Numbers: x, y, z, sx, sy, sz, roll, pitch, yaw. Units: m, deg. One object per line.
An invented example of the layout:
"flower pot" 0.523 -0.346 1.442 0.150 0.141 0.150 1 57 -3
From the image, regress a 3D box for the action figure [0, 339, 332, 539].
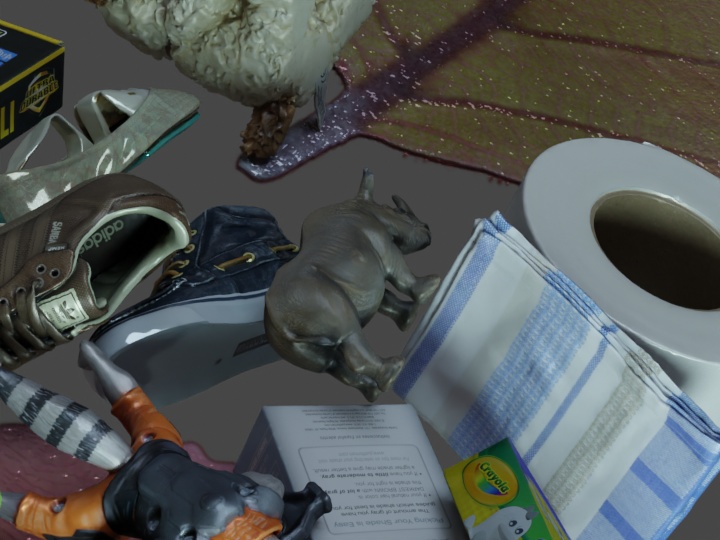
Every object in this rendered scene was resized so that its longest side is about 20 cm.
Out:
"action figure" -0.116 0.132 0.873 0.193 0.105 0.200 25 52 27

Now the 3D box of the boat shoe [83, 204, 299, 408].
"boat shoe" -0.102 0.018 1.062 0.200 0.071 0.091 -13 52 -48

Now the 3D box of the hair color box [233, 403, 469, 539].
"hair color box" 0.010 0.166 0.960 0.098 0.061 0.201 2 44 -28

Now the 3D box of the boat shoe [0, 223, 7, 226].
"boat shoe" -0.228 -0.003 1.007 0.199 0.071 0.069 -15 54 -38

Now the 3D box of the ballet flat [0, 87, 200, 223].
"ballet flat" -0.166 -0.081 1.126 0.063 0.067 0.200 56 37 -13

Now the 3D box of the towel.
"towel" 0.110 0.081 1.042 0.200 0.147 0.024 45 37 20

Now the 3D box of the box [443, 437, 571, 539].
"box" 0.107 0.191 0.917 0.118 0.048 0.200 57 8 -35

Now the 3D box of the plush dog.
"plush dog" -0.106 -0.180 1.253 0.171 0.161 0.200 23 8 19

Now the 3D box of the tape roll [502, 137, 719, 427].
"tape roll" 0.167 0.033 1.136 0.201 0.140 0.203 16 39 -13

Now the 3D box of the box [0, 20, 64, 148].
"box" -0.297 -0.104 1.071 0.159 0.050 0.200 22 36 18

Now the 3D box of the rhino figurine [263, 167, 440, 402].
"rhino figurine" 0.000 0.000 1.058 0.087 0.060 0.200 31 34 -3

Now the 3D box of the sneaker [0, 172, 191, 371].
"sneaker" -0.177 0.013 0.944 0.200 0.071 0.075 -40 31 -22
